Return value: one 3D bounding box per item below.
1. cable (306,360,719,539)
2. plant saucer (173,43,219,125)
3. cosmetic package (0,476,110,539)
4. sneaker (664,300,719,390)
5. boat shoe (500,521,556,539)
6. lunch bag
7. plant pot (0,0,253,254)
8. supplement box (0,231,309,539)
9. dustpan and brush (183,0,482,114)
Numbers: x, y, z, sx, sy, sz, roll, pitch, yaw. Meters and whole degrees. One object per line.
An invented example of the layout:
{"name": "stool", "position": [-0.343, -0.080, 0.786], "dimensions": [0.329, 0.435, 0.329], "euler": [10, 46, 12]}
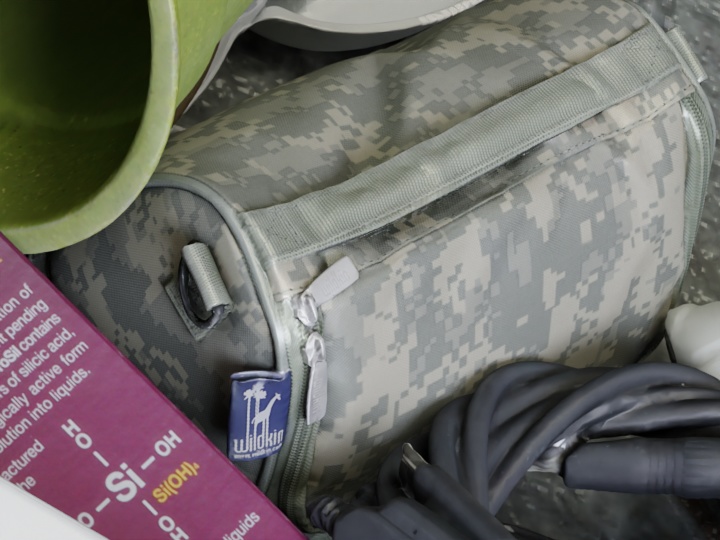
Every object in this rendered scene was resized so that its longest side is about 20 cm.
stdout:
{"name": "cable", "position": [0.094, 0.088, 0.806], "dimensions": [0.163, 0.051, 0.200], "euler": [-16, 34, -38]}
{"name": "plant saucer", "position": [-0.132, -0.113, 0.936], "dimensions": [0.200, 0.029, 0.200], "euler": [6, 79, -30]}
{"name": "cosmetic package", "position": [-0.085, 0.114, 0.714], "dimensions": [0.200, 0.085, 0.108], "euler": [32, 75, -1]}
{"name": "sneaker", "position": [0.166, 0.059, 0.971], "dimensions": [0.083, 0.200, 0.081], "euler": [-23, 62, 13]}
{"name": "boat shoe", "position": [0.112, 0.125, 0.970], "dimensions": [0.200, 0.070, 0.066], "euler": [14, 58, -10]}
{"name": "lunch bag", "position": [0.000, 0.000, 0.920], "dimensions": [0.200, 0.168, 0.139], "euler": [-27, 76, -35]}
{"name": "plant pot", "position": [-0.077, -0.136, 0.865], "dimensions": [0.200, 0.200, 0.190], "euler": [45, 48, 4]}
{"name": "supplement box", "position": [-0.109, 0.086, 0.841], "dimensions": [0.200, 0.131, 0.103], "euler": [45, 54, 2]}
{"name": "dustpan and brush", "position": [-0.028, -0.108, 1.034], "dimensions": [0.140, 0.057, 0.200], "euler": [38, 65, -2]}
